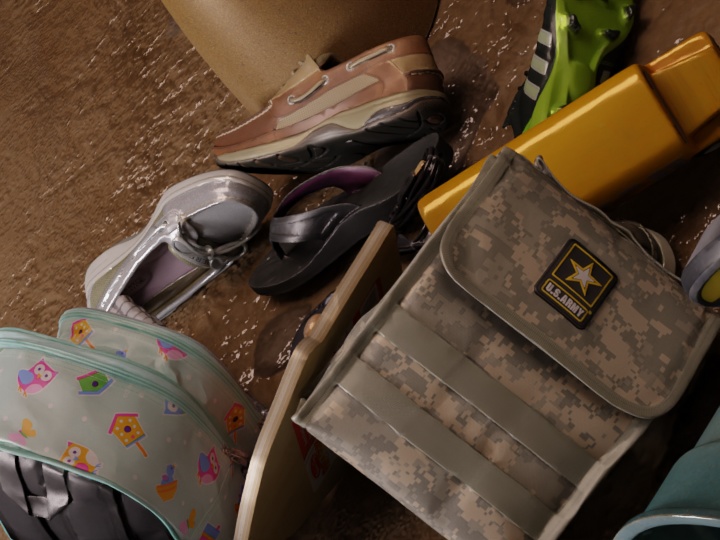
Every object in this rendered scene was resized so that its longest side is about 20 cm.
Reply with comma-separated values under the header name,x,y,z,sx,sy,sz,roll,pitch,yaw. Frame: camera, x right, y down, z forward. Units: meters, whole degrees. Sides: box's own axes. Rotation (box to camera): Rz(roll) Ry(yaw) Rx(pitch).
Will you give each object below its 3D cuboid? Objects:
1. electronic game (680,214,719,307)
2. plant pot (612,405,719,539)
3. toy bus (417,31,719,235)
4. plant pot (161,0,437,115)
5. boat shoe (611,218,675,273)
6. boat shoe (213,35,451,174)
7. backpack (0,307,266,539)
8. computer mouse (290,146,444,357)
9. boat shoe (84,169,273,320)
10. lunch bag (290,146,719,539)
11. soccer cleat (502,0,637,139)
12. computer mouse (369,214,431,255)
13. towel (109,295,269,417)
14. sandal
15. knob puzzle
name,x,y,z,sx,sy,sz,roll,pitch,yaw
electronic game,0.256,-0.031,1.193,0.200,0.200,0.042,-32,72,30
plant pot,0.247,0.090,1.092,0.200,0.200,0.197,-2,51,51
toy bus,0.138,-0.068,1.421,0.200,0.078,0.065,-32,82,15
plant pot,-0.075,-0.224,1.762,0.186,0.200,0.187,-33,37,30
boat shoe,0.097,0.038,1.421,0.202,0.060,0.072,-40,56,22
boat shoe,-0.020,-0.119,1.696,0.199,0.076,0.074,-14,76,34
backpack,-0.155,0.111,1.451,0.175,0.200,0.154,16,73,24
computer mouse,0.000,0.000,1.542,0.200,0.034,0.059,-62,3,23
boat shoe,-0.138,-0.007,1.764,0.202,0.074,0.065,-33,44,35
lunch bag,0.086,0.050,1.322,0.200,0.164,0.118,-52,1,3
soccer cleat,0.131,-0.129,1.543,0.081,0.067,0.201,-30,38,52
computer mouse,0.058,-0.004,1.555,0.059,0.034,0.200,-52,26,-1
towel,-0.149,0.131,1.639,0.166,0.085,0.200,-56,34,-1
sandal,-0.017,-0.048,1.651,0.200,0.048,0.075,-34,23,37
knob puzzle,-0.032,0.085,1.450,0.030,0.220,0.220,25,78,16
